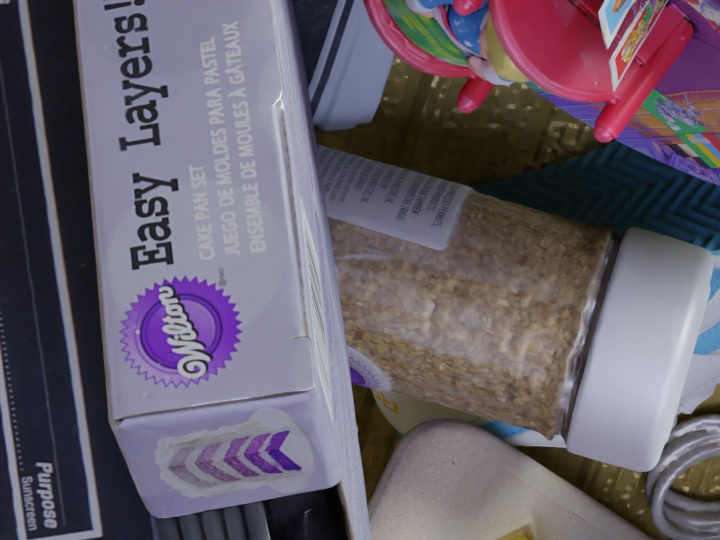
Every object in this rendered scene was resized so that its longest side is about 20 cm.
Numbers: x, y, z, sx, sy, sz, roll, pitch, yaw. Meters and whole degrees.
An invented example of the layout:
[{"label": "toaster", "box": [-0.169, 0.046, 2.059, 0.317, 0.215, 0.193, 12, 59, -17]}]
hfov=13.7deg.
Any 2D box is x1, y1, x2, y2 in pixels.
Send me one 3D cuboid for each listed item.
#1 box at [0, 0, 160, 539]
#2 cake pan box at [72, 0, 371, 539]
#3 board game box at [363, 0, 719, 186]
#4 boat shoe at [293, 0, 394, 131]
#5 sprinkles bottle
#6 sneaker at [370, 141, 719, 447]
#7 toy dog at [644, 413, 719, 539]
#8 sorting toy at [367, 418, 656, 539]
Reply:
[{"label": "box", "box": [-0.157, -0.001, 0.786, 0.198, 0.123, 0.201, -8, 84, -1]}, {"label": "cake pan box", "box": [-0.033, -0.009, 0.738, 0.052, 0.200, 0.184, -10, 154, 3]}, {"label": "board game box", "box": [0.031, -0.066, 0.733, 0.039, 0.158, 0.200, -54, 156, -13]}, {"label": "boat shoe", "box": [-0.015, -0.121, 0.831, 0.071, 0.072, 0.200, -1, 127, -18]}, {"label": "sprinkles bottle", "box": [0.000, 0.000, 0.876, 0.199, 0.068, 0.068, 16, 123, 7]}, {"label": "sneaker", "box": [0.098, 0.007, 0.952, 0.199, 0.077, 0.081, -12, 131, 5]}, {"label": "toy dog", "box": [0.206, 0.083, 1.011, 0.200, 0.096, 0.132, 18, 118, -24]}, {"label": "sorting toy", "box": [0.037, 0.158, 0.969, 0.200, 0.036, 0.185, 34, 81, -55]}]
